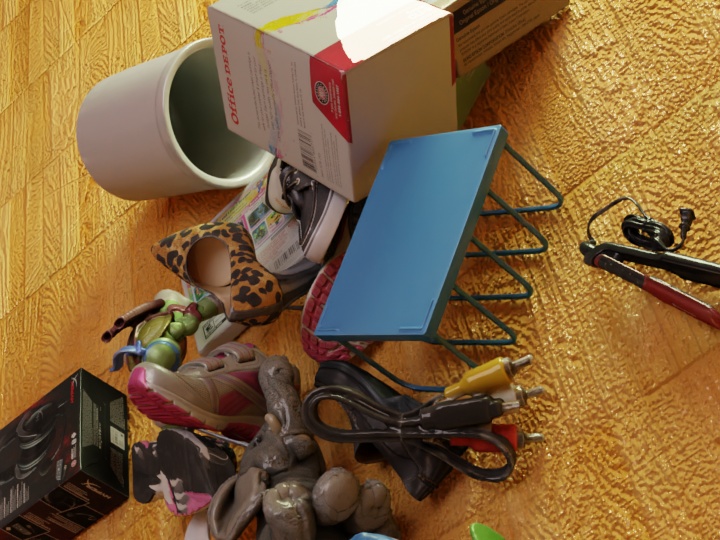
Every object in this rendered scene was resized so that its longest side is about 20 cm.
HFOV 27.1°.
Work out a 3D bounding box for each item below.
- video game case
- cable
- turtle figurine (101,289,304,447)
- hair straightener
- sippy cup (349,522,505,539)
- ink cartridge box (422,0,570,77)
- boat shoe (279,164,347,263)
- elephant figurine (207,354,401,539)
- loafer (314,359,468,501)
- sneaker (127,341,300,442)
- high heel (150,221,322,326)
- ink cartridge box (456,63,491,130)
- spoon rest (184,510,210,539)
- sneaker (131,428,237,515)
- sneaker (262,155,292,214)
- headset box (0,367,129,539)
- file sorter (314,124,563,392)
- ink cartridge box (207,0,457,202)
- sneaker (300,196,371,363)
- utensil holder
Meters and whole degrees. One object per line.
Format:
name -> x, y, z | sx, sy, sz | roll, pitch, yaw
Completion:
video game case -> -0.118, -0.024, 1.640 | 0.200, 0.024, 0.183 | -43, 36, 16
cable -> 0.054, 0.128, 1.225 | 0.198, 0.050, 0.098 | -7, 94, 16
turtle figurine -> -0.168, 0.094, 1.527 | 0.194, 0.198, 0.145 | -150, 57, -72
hair straightener -> 0.248, -0.014, 1.207 | 0.077, 0.041, 0.200 | -55, 31, -3
sippy cup -> 0.032, 0.266, 1.126 | 0.139, 0.130, 0.179 | 7, 67, 52
ink cartridge box -> 0.083, -0.267, 1.514 | 0.164, 0.076, 0.199 | -37, 28, -27
boat shoe -> -0.048, -0.085, 1.468 | 0.201, 0.066, 0.070 | -80, 14, -48
elephant figurine -> -0.061, 0.196, 1.302 | 0.155, 0.142, 0.200 | -36, 34, -15
loafer -> 0.012, 0.135, 1.314 | 0.200, 0.073, 0.073 | 25, 83, 55
sneaker -> -0.131, 0.105, 1.378 | 0.081, 0.199, 0.089 | 2, 77, 41
high heel -> -0.149, 0.004, 1.446 | 0.199, 0.142, 0.072 | 10, 111, 26
ink cartridge box -> 0.031, -0.167, 1.572 | 0.199, 0.048, 0.146 | 13, 71, 50
spoon rest -> -0.135, 0.292, 1.357 | 0.099, 0.061, 0.201 | -28, 41, 31
sneaker -> -0.152, 0.182, 1.420 | 0.200, 0.086, 0.081 | -3, 93, 64
sneaker -> -0.057, -0.147, 1.595 | 0.080, 0.073, 0.201 | -34, 29, 58
headset box -> -0.348, 0.227, 1.643 | 0.199, 0.077, 0.149 | -35, 39, 22
file sorter -> 0.077, -0.005, 1.314 | 0.138, 0.122, 0.201 | -3, 59, 47
ink cartridge box -> -0.026, -0.190, 1.434 | 0.144, 0.146, 0.199 | -33, 46, -30
sneaker -> 0.000, 0.000, 1.451 | 0.201, 0.080, 0.075 | -66, 8, -16
utensil holder -> -0.218, -0.170, 1.756 | 0.199, 0.170, 0.171 | -7, 55, 47
